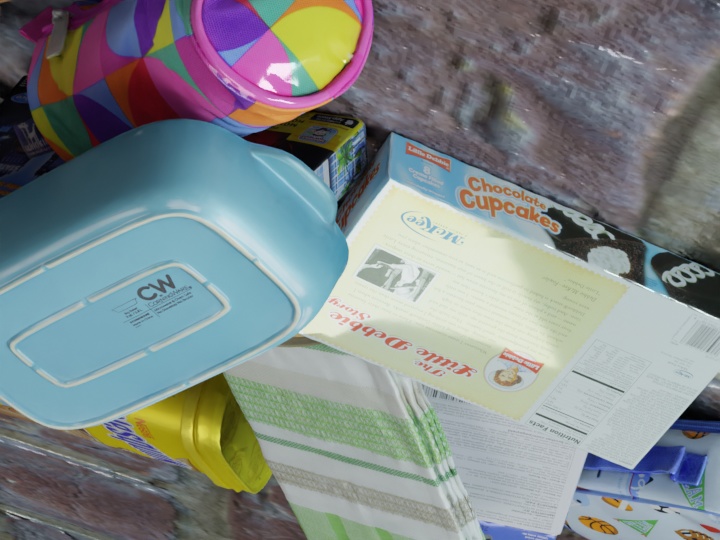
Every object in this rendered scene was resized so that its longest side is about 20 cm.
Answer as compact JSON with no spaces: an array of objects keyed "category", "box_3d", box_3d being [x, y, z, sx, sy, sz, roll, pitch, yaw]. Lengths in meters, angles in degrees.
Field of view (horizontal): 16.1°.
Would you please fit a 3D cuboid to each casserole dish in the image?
[{"category":"casserole dish","box_3d":[-0.098,0.010,1.059,0.200,0.039,0.121,-26,131,28]}]

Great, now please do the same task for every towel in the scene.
[{"category":"towel","box_3d":[-0.004,0.092,1.421,0.149,0.031,0.200,13,138,41]}]

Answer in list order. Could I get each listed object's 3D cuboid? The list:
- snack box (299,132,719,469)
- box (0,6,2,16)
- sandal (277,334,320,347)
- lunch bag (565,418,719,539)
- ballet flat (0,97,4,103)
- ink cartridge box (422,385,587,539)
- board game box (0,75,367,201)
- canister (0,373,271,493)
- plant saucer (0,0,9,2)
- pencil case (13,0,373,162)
[{"category":"snack box","box_3d":[0.076,0.018,1.244,0.200,0.037,0.116,23,132,-15]},{"category":"box","box_3d":[-0.284,-0.112,1.194,0.200,0.095,0.103,24,163,-17]},{"category":"sandal","box_3d":[0.000,0.000,1.314,0.200,0.080,0.054,1,117,7]},{"category":"lunch bag","box_3d":[0.201,0.133,1.520,0.200,0.076,0.160,2,155,47]},{"category":"ballet flat","box_3d":[-0.176,-0.055,1.345,0.200,0.069,0.069,30,161,-23]},{"category":"ink cartridge box","box_3d":[0.069,0.088,1.432,0.119,0.042,0.200,12,139,1]},{"category":"board game box","box_3d":[-0.127,-0.012,1.180,0.200,0.200,0.062,9,125,29]},{"category":"canister","box_3d":[-0.158,0.070,1.678,0.200,0.087,0.149,15,163,16]},{"category":"plant saucer","box_3d":[-0.219,-0.170,1.038,0.200,0.037,0.200,18,164,5]},{"category":"pencil case","box_3d":[-0.074,-0.090,1.063,0.088,0.088,0.200,26,161,-25]}]
